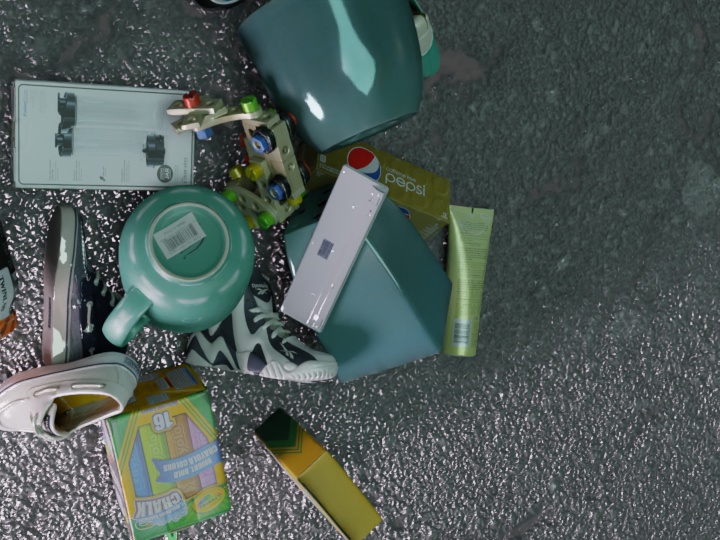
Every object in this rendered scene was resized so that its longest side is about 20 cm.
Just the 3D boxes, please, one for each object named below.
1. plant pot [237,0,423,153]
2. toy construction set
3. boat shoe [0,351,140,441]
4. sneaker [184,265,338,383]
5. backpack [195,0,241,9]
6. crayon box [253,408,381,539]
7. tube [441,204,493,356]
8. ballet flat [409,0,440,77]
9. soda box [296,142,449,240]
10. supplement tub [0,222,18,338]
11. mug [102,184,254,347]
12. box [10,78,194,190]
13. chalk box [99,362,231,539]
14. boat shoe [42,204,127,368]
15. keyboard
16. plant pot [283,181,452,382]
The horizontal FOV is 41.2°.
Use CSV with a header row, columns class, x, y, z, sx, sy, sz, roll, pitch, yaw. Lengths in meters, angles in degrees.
class,x,y,z,sx,sy,sz,roll,pitch,yaw
plant pot,-0.018,-0.230,1.083,0.198,0.200,0.163,-23,92,-18
toy construction set,-0.127,-0.128,1.082,0.093,0.130,0.201,-54,139,-22
boat shoe,-0.335,0.151,1.056,0.197,0.070,0.071,-15,128,17
sneaker,-0.112,0.061,1.145,0.079,0.196,0.132,18,78,-59
backpack,-0.136,-0.409,1.054,0.176,0.150,0.202,-26,105,-16
crayon box,-0.049,0.258,1.181,0.051,0.200,0.126,-40,113,-11
tube,0.143,0.014,1.310,0.051,0.058,0.204,7,95,18
ballet flat,0.045,-0.321,1.187,0.067,0.070,0.201,-42,114,-11
soda box,0.017,-0.107,1.205,0.198,0.064,0.069,20,57,-26
supplement tub,-0.433,-0.023,1.001,0.121,0.122,0.203,-18,106,-20
mug,-0.195,-0.001,1.062,0.150,0.114,0.188,11,73,-10
box,-0.289,-0.150,1.076,0.197,0.060,0.119,-2,101,-24
chalk box,-0.231,0.233,1.139,0.122,0.124,0.203,-15,106,-20
boat shoe,-0.311,0.025,1.100,0.091,0.074,0.203,-1,108,-30
keyboard,-0.032,-0.021,1.073,0.056,0.011,0.202,31,117,10
plant pot,0.000,0.000,1.150,0.140,0.142,0.201,-19,119,24
